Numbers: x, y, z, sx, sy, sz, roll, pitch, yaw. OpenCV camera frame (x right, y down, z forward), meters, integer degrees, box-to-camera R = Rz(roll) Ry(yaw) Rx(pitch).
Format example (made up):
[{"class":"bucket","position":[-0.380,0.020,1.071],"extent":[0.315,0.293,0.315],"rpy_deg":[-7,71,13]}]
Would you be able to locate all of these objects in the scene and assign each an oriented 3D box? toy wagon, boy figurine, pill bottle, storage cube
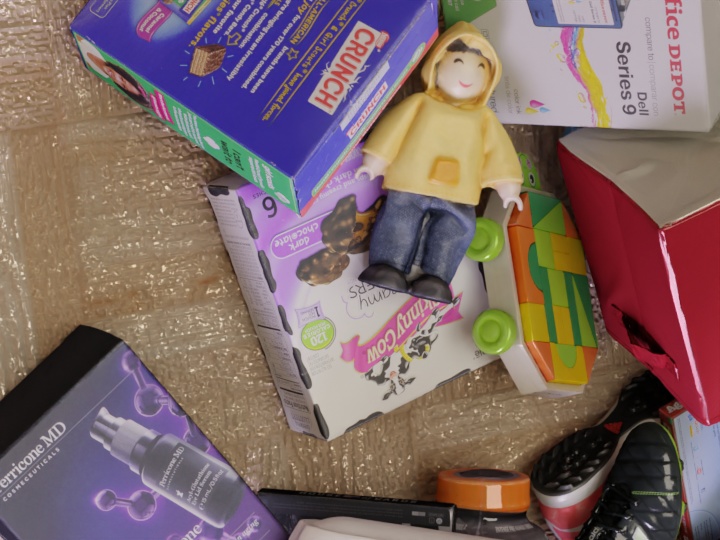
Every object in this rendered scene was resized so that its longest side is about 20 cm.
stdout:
[{"class":"toy wagon","position":[0.128,-0.006,1.701],"extent":[0.155,0.039,0.201],"rpy_deg":[10,71,-59]},{"class":"boy figurine","position":[0.062,-0.077,1.616],"extent":[0.124,0.064,0.201],"rpy_deg":[17,89,-5]},{"class":"pill bottle","position":[0.090,0.252,1.713],"extent":[0.106,0.106,0.201],"rpy_deg":[0,93,-24]},{"class":"storage cube","position":[0.274,-0.028,1.684],"extent":[0.199,0.171,0.180],"rpy_deg":[-26,123,-10]}]

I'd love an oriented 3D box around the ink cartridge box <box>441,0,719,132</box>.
[{"class":"ink cartridge box","position":[0.165,-0.185,1.642],"extent":[0.088,0.199,0.146],"rpy_deg":[-54,142,-52]}]

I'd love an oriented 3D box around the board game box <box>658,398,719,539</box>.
[{"class":"board game box","position":[0.294,0.165,1.805],"extent":[0.103,0.019,0.201],"rpy_deg":[-28,127,-19]}]

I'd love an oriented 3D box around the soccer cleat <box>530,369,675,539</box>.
[{"class":"soccer cleat","position":[0.221,0.140,1.794],"extent":[0.200,0.068,0.073],"rpy_deg":[-34,127,-21]}]

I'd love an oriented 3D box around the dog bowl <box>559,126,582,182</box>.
[{"class":"dog bowl","position":[0.244,-0.095,1.774],"extent":[0.199,0.050,0.112],"rpy_deg":[-9,116,-24]}]

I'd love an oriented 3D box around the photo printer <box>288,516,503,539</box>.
[{"class":"photo printer","position":[0.026,0.262,1.597],"extent":[0.199,0.069,0.167],"rpy_deg":[11,91,-17]}]

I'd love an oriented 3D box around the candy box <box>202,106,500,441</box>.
[{"class":"candy box","position":[0.000,0.000,1.672],"extent":[0.167,0.071,0.201],"rpy_deg":[-25,103,-22]}]

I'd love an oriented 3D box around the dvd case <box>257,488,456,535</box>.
[{"class":"dvd case","position":[-0.007,0.267,1.670],"extent":[0.149,0.025,0.201],"rpy_deg":[3,94,12]}]

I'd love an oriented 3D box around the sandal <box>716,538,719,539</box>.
[{"class":"sandal","position":[0.254,0.254,1.795],"extent":[0.199,0.045,0.075],"rpy_deg":[-34,123,13]}]

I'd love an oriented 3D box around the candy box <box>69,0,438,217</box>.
[{"class":"candy box","position":[-0.071,-0.165,1.573],"extent":[0.200,0.077,0.169],"rpy_deg":[34,78,16]}]

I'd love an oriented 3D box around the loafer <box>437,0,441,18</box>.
[{"class":"loafer","position":[-0.035,-0.154,1.648],"extent":[0.199,0.076,0.068],"rpy_deg":[-34,65,-7]}]

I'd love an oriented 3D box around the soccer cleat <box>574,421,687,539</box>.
[{"class":"soccer cleat","position":[0.192,0.211,1.719],"extent":[0.081,0.067,0.201],"rpy_deg":[2,108,-36]}]

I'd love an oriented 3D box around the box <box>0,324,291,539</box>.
[{"class":"box","position":[-0.173,0.161,1.588],"extent":[0.148,0.104,0.200],"rpy_deg":[-45,110,-14]}]
